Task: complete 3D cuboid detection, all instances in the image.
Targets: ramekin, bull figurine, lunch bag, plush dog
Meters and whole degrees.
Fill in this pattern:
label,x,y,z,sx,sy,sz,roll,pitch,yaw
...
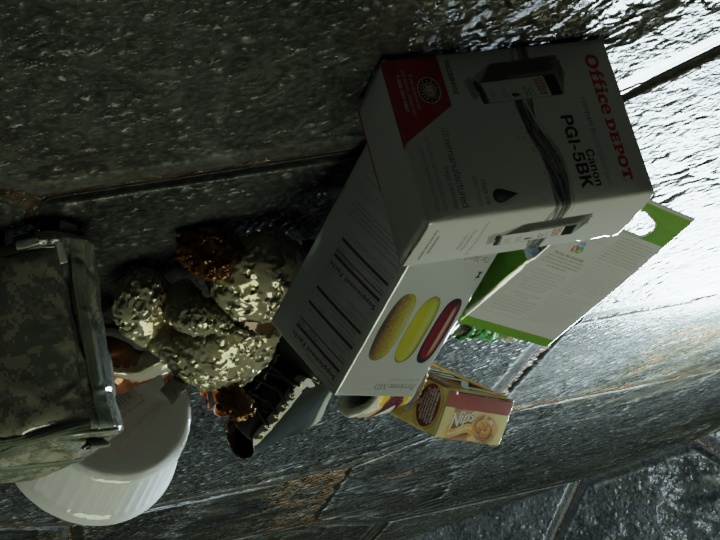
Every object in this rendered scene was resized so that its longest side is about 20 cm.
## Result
label,x,y,z,sx,sy,sz,roll,pitch,yaw
ramekin,-0.276,0.159,1.565,0.198,0.202,0.098,-4,153,-29
bull figurine,-0.274,0.091,1.471,0.197,0.066,0.121,5,-176,6
lunch bag,-0.290,0.075,1.301,0.167,0.203,0.139,-22,163,35
plush dog,-0.117,0.033,1.424,0.198,0.161,0.173,2,133,-40

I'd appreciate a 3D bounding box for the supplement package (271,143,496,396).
label,x,y,z,sx,sy,sz,roll,pitch,yaw
supplement package,0.028,0.002,1.318,0.113,0.110,0.201,5,122,-46

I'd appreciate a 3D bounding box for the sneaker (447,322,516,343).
label,x,y,z,sx,sy,sz,roll,pitch,yaw
sneaker,0.135,0.048,1.586,0.200,0.089,0.077,-40,-179,-29

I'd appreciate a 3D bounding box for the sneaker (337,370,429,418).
label,x,y,z,sx,sy,sz,roll,pitch,yaw
sneaker,0.027,0.058,1.431,0.089,0.075,0.202,-18,127,-38

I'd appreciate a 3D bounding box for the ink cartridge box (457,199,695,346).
label,x,y,z,sx,sy,sz,roll,pitch,yaw
ink cartridge box,0.188,-0.026,1.369,0.147,0.076,0.200,16,130,-46

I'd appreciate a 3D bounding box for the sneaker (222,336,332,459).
label,x,y,z,sx,sy,sz,roll,pitch,yaw
sneaker,-0.081,0.122,1.543,0.106,0.075,0.201,-32,150,-35

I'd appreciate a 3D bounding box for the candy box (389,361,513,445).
label,x,y,z,sx,sy,sz,roll,pitch,yaw
candy box,0.052,0.123,1.576,0.199,0.056,0.115,25,-172,42

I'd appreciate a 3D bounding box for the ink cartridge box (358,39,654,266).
label,x,y,z,sx,sy,sz,roll,pitch,yaw
ink cartridge box,0.115,-0.097,1.174,0.198,0.148,0.083,-9,160,-19

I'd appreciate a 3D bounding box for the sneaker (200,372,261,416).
label,x,y,z,sx,sy,sz,roll,pitch,yaw
sneaker,-0.179,0.114,1.629,0.077,0.113,0.199,2,156,-40

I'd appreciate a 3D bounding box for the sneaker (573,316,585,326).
label,x,y,z,sx,sy,sz,roll,pitch,yaw
sneaker,0.188,-0.048,1.505,0.066,0.109,0.203,-11,127,17
